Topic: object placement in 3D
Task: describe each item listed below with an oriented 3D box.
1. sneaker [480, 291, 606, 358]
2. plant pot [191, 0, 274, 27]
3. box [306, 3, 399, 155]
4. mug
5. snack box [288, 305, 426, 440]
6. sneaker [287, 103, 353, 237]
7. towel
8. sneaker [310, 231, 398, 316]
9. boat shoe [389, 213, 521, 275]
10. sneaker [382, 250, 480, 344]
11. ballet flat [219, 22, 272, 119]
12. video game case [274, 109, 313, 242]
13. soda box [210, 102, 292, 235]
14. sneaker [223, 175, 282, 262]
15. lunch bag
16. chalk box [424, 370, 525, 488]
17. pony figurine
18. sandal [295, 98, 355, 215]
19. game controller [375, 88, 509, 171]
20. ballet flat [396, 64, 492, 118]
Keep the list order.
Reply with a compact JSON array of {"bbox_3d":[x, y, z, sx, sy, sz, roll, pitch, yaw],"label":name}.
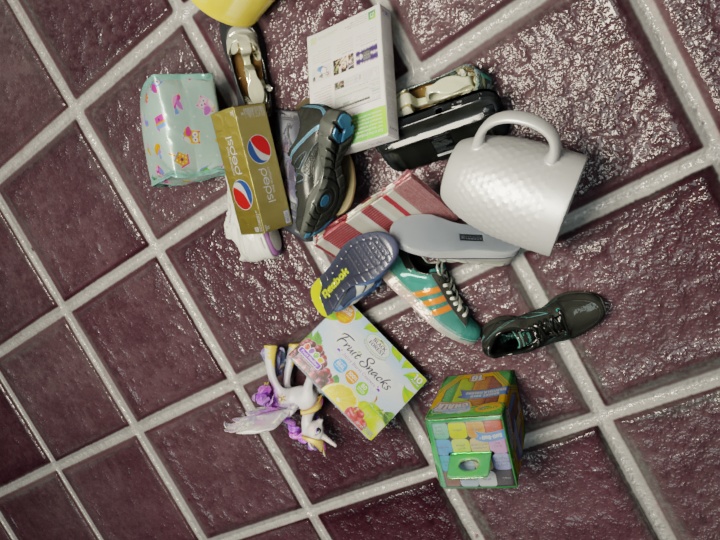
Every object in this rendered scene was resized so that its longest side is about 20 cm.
[{"bbox_3d":[0.281,0.094,0.914,0.200,0.079,0.076,-24,96,23],"label":"sneaker"},{"bbox_3d":[-0.170,-0.478,0.867,0.201,0.201,0.189,46,131,3],"label":"plant pot"},{"bbox_3d":[-0.015,-0.278,0.890,0.144,0.036,0.201,-8,80,36],"label":"box"},{"bbox_3d":[0.211,-0.134,0.821,0.175,0.148,0.200,21,146,17],"label":"mug"},{"bbox_3d":[-0.006,0.169,1.018,0.200,0.053,0.142,45,77,3],"label":"snack box"},{"bbox_3d":[-0.067,-0.147,0.877,0.082,0.073,0.201,28,116,27],"label":"sneaker"},{"bbox_3d":[0.041,-0.069,0.940,0.200,0.144,0.023,-32,49,25],"label":"towel"},{"bbox_3d":[0.000,0.000,0.941,0.200,0.082,0.074,-40,70,41],"label":"sneaker"},{"bbox_3d":[0.143,-0.035,0.923,0.201,0.075,0.086,2,148,-1],"label":"boat shoe"},{"bbox_3d":[0.127,0.036,0.957,0.200,0.071,0.080,40,112,1],"label":"sneaker"},{"bbox_3d":[-0.183,-0.337,0.965,0.073,0.073,0.201,-5,105,21],"label":"ballet flat"},{"bbox_3d":[-0.111,-0.160,0.969,0.143,0.019,0.201,-149,56,-60],"label":"video game case"},{"bbox_3d":[-0.175,-0.162,0.950,0.068,0.064,0.201,0,107,44],"label":"soda box"},{"bbox_3d":[-0.214,-0.107,1.041,0.099,0.075,0.201,-14,99,24],"label":"sneaker"},{"bbox_3d":[-0.312,-0.232,1.007,0.200,0.122,0.171,2,103,58],"label":"lunch bag"},{"bbox_3d":[0.182,0.258,0.929,0.124,0.200,0.124,-9,102,22],"label":"chalk box"},{"bbox_3d":[-0.136,0.236,1.081,0.192,0.167,0.201,1,89,9],"label":"pony figurine"},{"bbox_3d":[-0.041,-0.183,0.965,0.078,0.070,0.212,-30,70,25],"label":"sandal"},{"bbox_3d":[0.119,-0.206,0.885,0.199,0.104,0.042,-14,65,24],"label":"game controller"},{"bbox_3d":[0.096,-0.259,0.886,0.199,0.074,0.074,-18,98,22],"label":"ballet flat"}]
